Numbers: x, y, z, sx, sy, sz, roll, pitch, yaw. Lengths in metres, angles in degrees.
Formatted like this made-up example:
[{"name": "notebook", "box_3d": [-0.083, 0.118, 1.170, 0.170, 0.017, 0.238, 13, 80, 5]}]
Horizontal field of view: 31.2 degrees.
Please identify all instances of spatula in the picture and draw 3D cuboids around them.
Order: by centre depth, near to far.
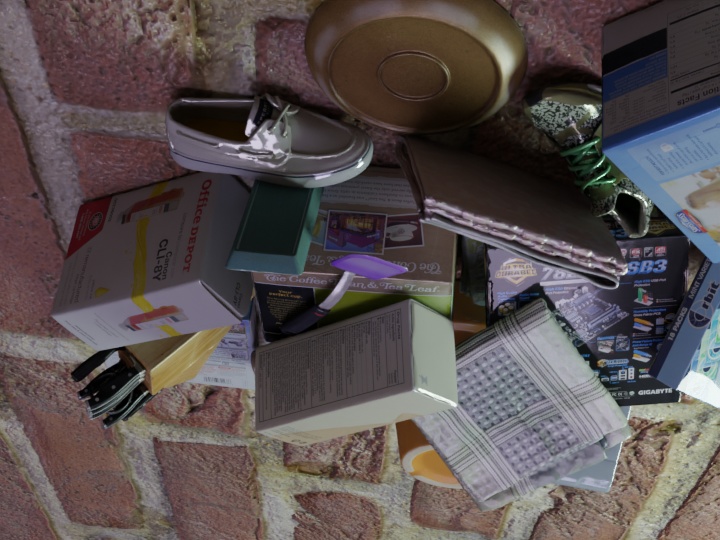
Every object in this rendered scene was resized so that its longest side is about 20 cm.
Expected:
[{"name": "spatula", "box_3d": [-0.027, 0.024, 1.220, 0.056, 0.021, 0.200, 19, 147, -25]}]

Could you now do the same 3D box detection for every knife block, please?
[{"name": "knife block", "box_3d": [-0.225, 0.079, 1.413, 0.201, 0.064, 0.175, -52, 164, 21]}]

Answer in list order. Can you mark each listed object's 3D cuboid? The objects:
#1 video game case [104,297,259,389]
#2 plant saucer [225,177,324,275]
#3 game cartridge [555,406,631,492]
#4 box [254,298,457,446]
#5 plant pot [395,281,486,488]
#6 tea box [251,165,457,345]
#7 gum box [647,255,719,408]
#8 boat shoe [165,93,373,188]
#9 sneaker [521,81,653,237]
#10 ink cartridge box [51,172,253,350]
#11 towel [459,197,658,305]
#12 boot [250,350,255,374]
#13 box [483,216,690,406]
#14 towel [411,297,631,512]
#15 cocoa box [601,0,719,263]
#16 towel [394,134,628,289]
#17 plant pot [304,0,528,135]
[{"name": "video game case", "box_3d": [-0.225, 0.078, 1.586, 0.197, 0.046, 0.182, 6, 149, 2]}, {"name": "plant saucer", "box_3d": [-0.074, -0.061, 1.195, 0.069, 0.201, 0.019, 4, 126, 4]}, {"name": "game cartridge", "box_3d": [0.224, 0.134, 1.377, 0.131, 0.203, 0.042, 9, -166, -8]}, {"name": "box", "box_3d": [-0.007, 0.104, 1.268, 0.198, 0.096, 0.077, -17, 152, 34]}, {"name": "plant pot", "box_3d": [0.114, 0.142, 1.485, 0.197, 0.185, 0.201, 5, 150, 3]}, {"name": "tea box", "box_3d": [0.000, 0.000, 1.324, 0.197, 0.135, 0.198, 5, 150, 4]}, {"name": "gum box", "box_3d": [0.395, 0.060, 1.289, 0.199, 0.172, 0.044, 22, -174, -38]}, {"name": "boat shoe", "box_3d": [-0.087, -0.129, 1.199, 0.197, 0.072, 0.070, 8, 148, 8]}, {"name": "sneaker", "box_3d": [0.217, -0.097, 1.162, 0.076, 0.090, 0.199, -22, 139, 39]}, {"name": "ink cartridge box", "box_3d": [-0.209, -0.011, 1.342, 0.198, 0.147, 0.083, -12, 143, 28]}, {"name": "towel", "box_3d": [0.201, -0.013, 1.344, 0.197, 0.049, 0.172, 3, 149, 7]}, {"name": "boot", "box_3d": [-0.060, 0.094, 1.534, 0.144, 0.071, 0.200, -12, 157, 5]}, {"name": "box", "box_3d": [0.223, 0.047, 1.286, 0.197, 0.050, 0.201, -5, 119, 3]}, {"name": "towel", "box_3d": [0.154, 0.146, 1.298, 0.191, 0.035, 0.201, -31, 116, 17]}, {"name": "cocoa box", "box_3d": [0.303, -0.119, 1.065, 0.132, 0.133, 0.199, -19, 140, 37]}, {"name": "towel", "box_3d": [0.132, -0.058, 1.167, 0.198, 0.191, 0.033, 19, 111, -11]}, {"name": "plant pot", "box_3d": [0.047, -0.178, 1.127, 0.197, 0.028, 0.201, 6, 148, 4]}]
